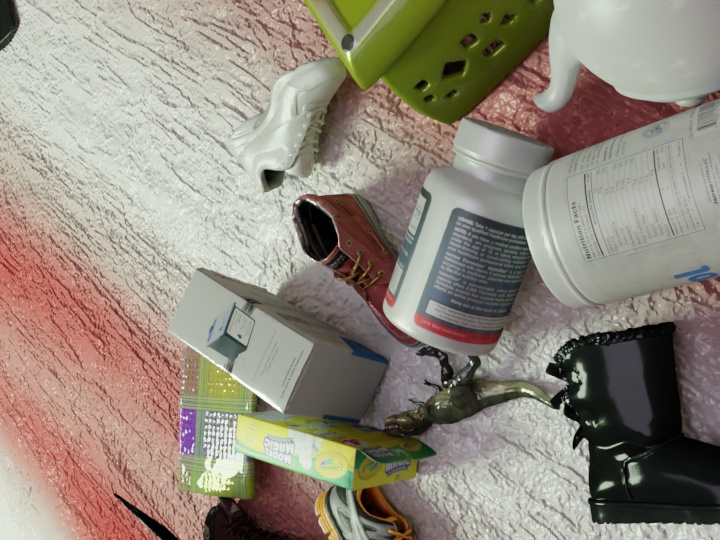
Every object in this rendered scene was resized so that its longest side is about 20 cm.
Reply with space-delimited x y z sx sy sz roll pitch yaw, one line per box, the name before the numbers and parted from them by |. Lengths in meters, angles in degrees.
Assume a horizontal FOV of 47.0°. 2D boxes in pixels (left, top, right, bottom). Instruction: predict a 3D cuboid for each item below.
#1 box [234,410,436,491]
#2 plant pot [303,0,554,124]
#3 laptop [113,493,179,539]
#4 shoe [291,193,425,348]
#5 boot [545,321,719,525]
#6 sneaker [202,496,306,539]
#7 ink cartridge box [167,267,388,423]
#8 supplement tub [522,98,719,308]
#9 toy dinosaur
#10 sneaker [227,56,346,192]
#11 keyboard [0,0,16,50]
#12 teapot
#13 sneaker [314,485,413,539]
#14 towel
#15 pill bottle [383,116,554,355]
box | -0.027 0.193 0.900 0.199 0.117 0.049 4 88 39
plant pot | 0.054 -0.281 0.776 0.199 0.181 0.201 -44 64 32
laptop | -0.229 0.391 0.997 0.177 0.103 0.202 25 105 38
shoe | 0.000 0.000 0.887 0.071 0.091 0.201 -44 65 31
boot | 0.260 0.125 0.696 0.197 0.073 0.164 -15 79 39
sneaker | -0.141 0.330 1.029 0.199 0.075 0.116 -30 70 37
ink cartridge box | -0.092 0.083 0.922 0.199 0.146 0.086 25 92 36
supplement tub | 0.246 -0.053 0.659 0.199 0.131 0.133 -19 80 39
toy dinosaur | 0.101 0.115 0.840 0.199 0.047 0.089 -21 93 37
sneaker | -0.070 -0.162 0.960 0.200 0.078 0.100 -40 74 43
keyboard | -0.654 -0.474 1.453 0.127 0.021 0.201 -26 74 31
teapot | 0.254 -0.197 0.641 0.200 0.196 0.147 44 161 59
sneaker | 0.027 0.305 0.889 0.077 0.078 0.200 -48 64 20
towel | -0.183 0.188 1.073 0.143 0.023 0.202 -5 81 38
pill bottle | 0.106 -0.034 0.782 0.119 0.119 0.201 30 110 34
